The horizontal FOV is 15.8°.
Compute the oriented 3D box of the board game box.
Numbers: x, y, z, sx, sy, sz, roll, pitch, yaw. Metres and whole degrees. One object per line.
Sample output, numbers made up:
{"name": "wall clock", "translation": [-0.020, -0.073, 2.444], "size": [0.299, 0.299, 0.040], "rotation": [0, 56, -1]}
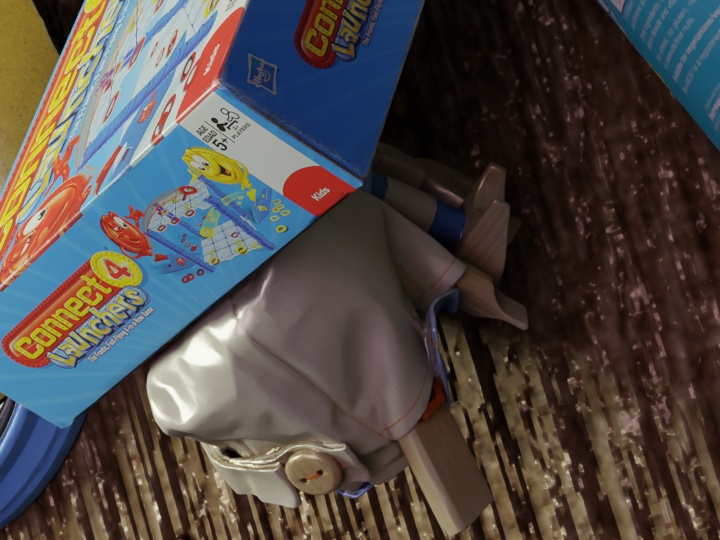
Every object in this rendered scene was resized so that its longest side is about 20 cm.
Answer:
{"name": "board game box", "translation": [-0.048, -0.074, 0.875], "size": [0.196, 0.056, 0.201], "rotation": [-38, 27, 47]}

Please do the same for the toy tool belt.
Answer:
{"name": "toy tool belt", "translation": [0.000, 0.000, 0.922], "size": [0.123, 0.201, 0.125], "rotation": [31, 125, -18]}

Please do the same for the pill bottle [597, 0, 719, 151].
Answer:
{"name": "pill bottle", "translation": [0.128, -0.118, 0.870], "size": [0.111, 0.111, 0.200], "rotation": [-42, 72, 17]}

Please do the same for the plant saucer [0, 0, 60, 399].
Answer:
{"name": "plant saucer", "translation": [-0.201, -0.031, 1.008], "size": [0.200, 0.048, 0.201], "rotation": [-34, 75, 20]}

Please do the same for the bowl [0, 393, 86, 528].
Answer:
{"name": "bowl", "translation": [-0.200, 0.020, 1.053], "size": [0.199, 0.039, 0.202], "rotation": [-1, 87, 25]}
